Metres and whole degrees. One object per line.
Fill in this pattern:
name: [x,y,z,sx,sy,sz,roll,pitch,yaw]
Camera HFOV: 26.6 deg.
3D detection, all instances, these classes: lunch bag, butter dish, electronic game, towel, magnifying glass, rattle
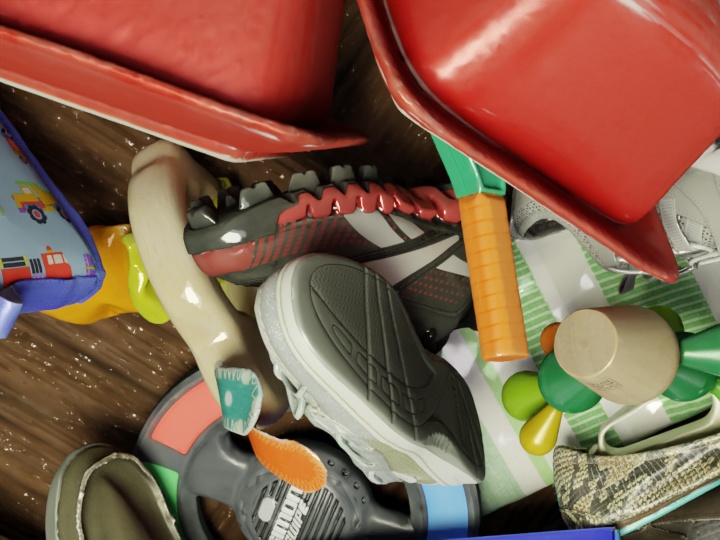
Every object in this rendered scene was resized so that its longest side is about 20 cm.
lunch bag: [-0.218,-0.042,0.711,0.200,0.151,0.094,41,111,22]
butter dish: [-0.081,-0.140,0.689,0.200,0.199,0.148,20,98,5]
butter dish: [0.094,-0.127,0.627,0.148,0.200,0.199,-37,137,27]
electronic game: [-0.032,0.132,0.854,0.200,0.042,0.200,4,113,8]
towel: [0.117,0.036,0.831,0.200,0.023,0.153,-27,107,12]
magnifying glass: [0.056,-0.055,0.740,0.022,0.080,0.200,-16,76,40]
rattle: [-0.103,0.042,0.751,0.143,0.200,0.130,-16,146,0]

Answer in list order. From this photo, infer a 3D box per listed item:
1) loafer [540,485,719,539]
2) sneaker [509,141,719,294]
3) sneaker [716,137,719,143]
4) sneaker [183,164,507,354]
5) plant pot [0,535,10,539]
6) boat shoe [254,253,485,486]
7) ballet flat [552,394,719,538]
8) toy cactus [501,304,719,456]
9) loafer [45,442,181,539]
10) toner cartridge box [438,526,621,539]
loafer: [0.167,0.161,0.846,0.200,0.071,0.073,-30,105,13]
sneaker: [0.153,-0.022,0.731,0.075,0.200,0.082,13,98,-42]
sneaker: [0.212,-0.069,0.751,0.070,0.080,0.200,-20,111,-15]
sneaker: [0.000,0.000,0.735,0.071,0.200,0.098,-6,88,43]
plant pot: [-0.207,0.231,0.850,0.200,0.187,0.187,17,110,-18]
boat shoe: [-0.001,0.055,0.693,0.065,0.202,0.074,-16,64,17]
ballet flat: [0.195,0.083,0.805,0.200,0.068,0.075,-20,84,12]
toy cactus: [0.140,0.053,0.723,0.200,0.165,0.102,0,81,35]
loafer: [-0.104,0.183,0.808,0.070,0.075,0.200,-26,82,42]
toner cartridge box: [0.039,0.191,0.795,0.200,0.095,0.043,-6,139,12]
